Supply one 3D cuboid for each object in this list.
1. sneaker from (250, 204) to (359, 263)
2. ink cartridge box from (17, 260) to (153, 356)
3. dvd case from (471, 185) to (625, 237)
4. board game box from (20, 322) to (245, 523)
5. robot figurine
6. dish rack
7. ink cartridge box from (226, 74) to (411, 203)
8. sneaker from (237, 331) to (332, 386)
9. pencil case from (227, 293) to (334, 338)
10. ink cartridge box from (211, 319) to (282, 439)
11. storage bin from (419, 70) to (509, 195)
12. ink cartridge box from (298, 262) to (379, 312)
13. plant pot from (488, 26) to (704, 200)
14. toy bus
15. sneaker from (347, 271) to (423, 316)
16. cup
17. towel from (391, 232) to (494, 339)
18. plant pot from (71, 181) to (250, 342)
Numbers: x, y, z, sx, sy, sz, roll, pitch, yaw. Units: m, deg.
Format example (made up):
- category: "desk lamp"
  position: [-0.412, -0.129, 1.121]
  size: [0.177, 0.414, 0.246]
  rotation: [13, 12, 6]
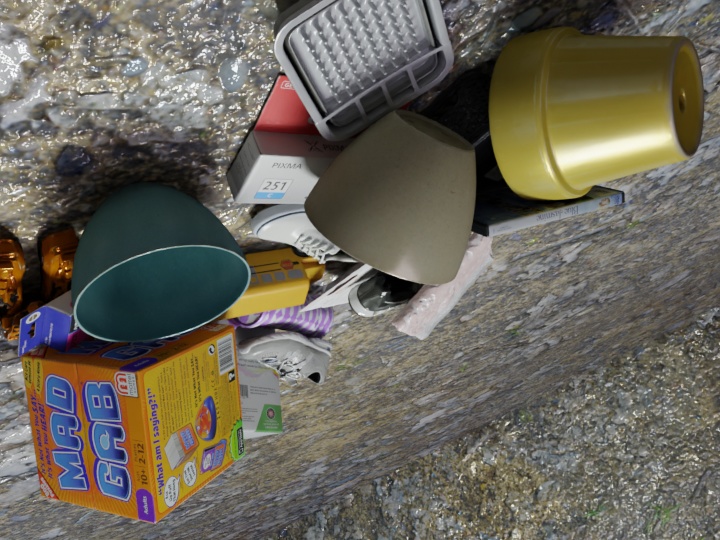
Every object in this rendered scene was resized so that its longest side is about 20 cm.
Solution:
- category: "sneaker"
  position: [-0.063, -0.049, 1.026]
  size: [0.200, 0.071, 0.073]
  rotation: [2, 145, -42]
- category: "ink cartridge box"
  position: [-0.340, 0.043, 0.921]
  size: [0.200, 0.037, 0.095]
  rotation: [-36, 167, -41]
- category: "dvd case"
  position: [0.212, -0.085, 0.922]
  size: [0.200, 0.143, 0.018]
  rotation: [-15, 109, -18]
- category: "board game box"
  position: [-0.303, 0.190, 0.987]
  size: [0.199, 0.201, 0.200]
  rotation: [3, -167, 25]
- category: "robot figurine"
  position: [-0.409, 0.025, 0.895]
  size: [0.145, 0.058, 0.200]
  rotation: [-10, 151, -30]
- category: "dish rack"
  position: [0.003, -0.234, 0.743]
  size: [0.171, 0.044, 0.200]
  rotation: [-30, 154, 3]
- category: "ink cartridge box"
  position: [-0.041, -0.150, 0.880]
  size: [0.200, 0.045, 0.176]
  rotation: [-4, 149, -35]
- category: "sneaker"
  position: [-0.115, 0.146, 1.170]
  size: [0.075, 0.082, 0.200]
  rotation: [-13, 162, 38]
- category: "pencil case"
  position: [-0.127, 0.070, 1.186]
  size: [0.200, 0.084, 0.086]
  rotation: [18, 103, -53]
- category: "ink cartridge box"
  position: [-0.207, 0.168, 1.169]
  size: [0.084, 0.201, 0.145]
  rotation: [-16, 160, 28]
- category: "storage bin"
  position: [0.172, -0.166, 0.970]
  size: [0.135, 0.094, 0.200]
  rotation: [-39, 151, 31]
- category: "ink cartridge box"
  position: [0.000, 0.000, 1.151]
  size: [0.161, 0.050, 0.200]
  rotation: [-36, 165, 26]
- category: "plant pot"
  position: [0.277, -0.183, 0.821]
  size: [0.189, 0.201, 0.201]
  rotation: [2, 174, 39]
- category: "toy bus"
  position: [-0.146, 0.016, 1.066]
  size: [0.200, 0.078, 0.065]
  rotation: [-10, 143, -26]
- category: "sneaker"
  position: [0.079, 0.016, 1.127]
  size: [0.200, 0.067, 0.090]
  rotation: [-19, 169, -38]
- category: "cup"
  position: [0.053, -0.098, 0.825]
  size: [0.200, 0.200, 0.143]
  rotation: [3, 123, -42]
- category: "towel"
  position: [0.139, 0.028, 1.145]
  size: [0.200, 0.032, 0.191]
  rotation: [-48, 163, 1]
- category: "plant pot"
  position: [-0.245, -0.024, 0.848]
  size: [0.200, 0.135, 0.200]
  rotation: [-19, 153, -10]
